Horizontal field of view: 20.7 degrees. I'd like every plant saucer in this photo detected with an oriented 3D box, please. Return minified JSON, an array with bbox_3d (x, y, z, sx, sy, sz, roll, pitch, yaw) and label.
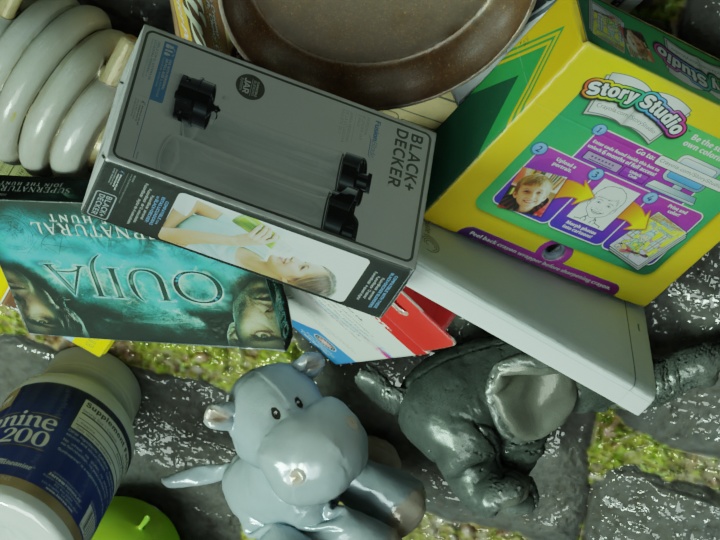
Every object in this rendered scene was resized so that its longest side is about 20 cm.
[{"bbox_3d":[0.011,-0.186,1.204,0.200,0.035,0.201,-4,131,-5],"label":"plant saucer"}]

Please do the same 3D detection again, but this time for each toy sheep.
[{"bbox_3d":[-0.216,-0.133,1.361,0.200,0.138,0.138,34,129,12],"label":"toy sheep"}]

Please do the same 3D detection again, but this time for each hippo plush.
[{"bbox_3d":[-0.036,0.133,1.478,0.200,0.159,0.161,43,147,37],"label":"hippo plush"}]

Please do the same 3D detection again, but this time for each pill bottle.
[{"bbox_3d":[-0.240,0.150,1.522,0.111,0.200,0.111,8,127,11],"label":"pill bottle"}]

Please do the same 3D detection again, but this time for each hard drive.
[{"bbox_3d":[0.109,0.004,1.319,0.200,0.132,0.027,29,123,-20],"label":"hard drive"}]

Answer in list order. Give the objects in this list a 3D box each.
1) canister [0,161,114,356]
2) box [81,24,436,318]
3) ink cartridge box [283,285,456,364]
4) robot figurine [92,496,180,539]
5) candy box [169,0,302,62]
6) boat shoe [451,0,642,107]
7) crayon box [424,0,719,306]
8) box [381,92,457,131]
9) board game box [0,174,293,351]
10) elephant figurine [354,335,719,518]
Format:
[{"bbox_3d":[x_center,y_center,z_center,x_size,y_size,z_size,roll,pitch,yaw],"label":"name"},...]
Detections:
[{"bbox_3d":[-0.249,-0.029,1.452,0.200,0.087,0.149,29,149,-8],"label":"canister"},{"bbox_3d":[-0.059,-0.061,1.215,0.200,0.117,0.060,21,141,-12],"label":"box"},{"bbox_3d":[0.000,0.000,1.363,0.116,0.067,0.200,43,159,-15],"label":"ink cartridge box"},{"bbox_3d":[-0.201,0.276,1.656,0.175,0.116,0.200,5,126,13],"label":"robot figurine"},{"bbox_3d":[-0.081,-0.146,1.308,0.055,0.115,0.200,-18,125,-18],"label":"candy box"},{"bbox_3d":[0.125,-0.180,1.257,0.200,0.072,0.068,-41,68,34],"label":"boat shoe"},{"bbox_3d":[0.162,-0.074,1.279,0.200,0.058,0.173,21,130,-30],"label":"crayon box"},{"bbox_3d":[0.058,-0.090,1.370,0.200,0.021,0.163,43,126,-16],"label":"box"},{"bbox_3d":[-0.153,-0.004,1.348,0.200,0.028,0.135,3,135,18],"label":"board game box"},{"bbox_3d":[0.133,0.072,1.415,0.200,0.155,0.142,-47,59,26],"label":"elephant figurine"}]
